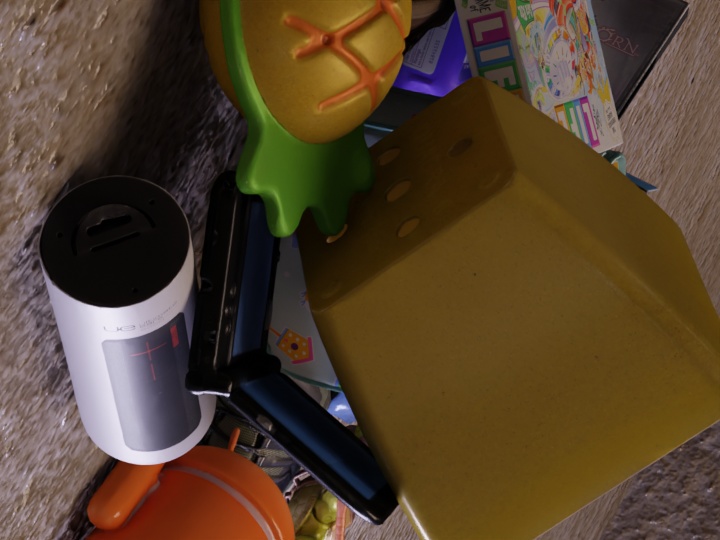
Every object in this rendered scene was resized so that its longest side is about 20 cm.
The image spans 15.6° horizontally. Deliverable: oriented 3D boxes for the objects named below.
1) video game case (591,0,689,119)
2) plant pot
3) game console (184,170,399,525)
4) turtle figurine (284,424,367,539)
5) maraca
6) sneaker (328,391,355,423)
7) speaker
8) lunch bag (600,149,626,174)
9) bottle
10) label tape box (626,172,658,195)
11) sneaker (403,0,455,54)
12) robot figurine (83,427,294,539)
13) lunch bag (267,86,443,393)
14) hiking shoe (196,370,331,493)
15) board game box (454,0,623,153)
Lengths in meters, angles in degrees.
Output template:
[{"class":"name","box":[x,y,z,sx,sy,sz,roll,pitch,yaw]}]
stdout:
[{"class":"video game case","box":[0.125,-0.146,1.856,0.200,0.143,0.019,-55,163,-28]},{"class":"plant pot","box":[0.069,0.015,1.472,0.200,0.176,0.200,-35,-153,12]},{"class":"game console","box":[-0.024,0.039,1.468,0.200,0.116,0.176,-4,102,-85]},{"class":"turtle figurine","box":[-0.021,0.165,1.827,0.161,0.064,0.200,-58,168,-45]},{"class":"maraca","box":[-0.029,-0.118,1.402,0.137,0.107,0.200,-3,93,-51]},{"class":"sneaker","box":[0.000,0.000,1.790,0.200,0.078,0.070,-70,-163,-6]},{"class":"speaker","box":[-0.125,0.030,1.439,0.081,0.081,0.200,-56,164,-24]},{"class":"lunch bag","box":[0.080,-0.012,1.874,0.200,0.170,0.122,-65,165,-10]},{"class":"bottle","box":[0.071,-0.209,1.718,0.084,0.065,0.200,-61,171,-62]},{"class":"label tape box","box":[0.134,-0.056,2.037,0.066,0.143,0.200,-67,165,15]},{"class":"sneaker","box":[0.013,-0.154,1.589,0.076,0.070,0.200,-63,164,23]},{"class":"robot figurine","box":[-0.116,0.192,1.668,0.200,0.144,0.117,-49,177,-43]},{"class":"lunch bag","box":[0.019,-0.013,1.642,0.077,0.160,0.200,-44,140,-56]},{"class":"hiking shoe","box":[-0.075,0.119,1.764,0.101,0.076,0.200,-57,165,-34]},{"class":"board game box","box":[0.111,-0.131,1.635,0.200,0.034,0.135,-25,102,-70]}]
